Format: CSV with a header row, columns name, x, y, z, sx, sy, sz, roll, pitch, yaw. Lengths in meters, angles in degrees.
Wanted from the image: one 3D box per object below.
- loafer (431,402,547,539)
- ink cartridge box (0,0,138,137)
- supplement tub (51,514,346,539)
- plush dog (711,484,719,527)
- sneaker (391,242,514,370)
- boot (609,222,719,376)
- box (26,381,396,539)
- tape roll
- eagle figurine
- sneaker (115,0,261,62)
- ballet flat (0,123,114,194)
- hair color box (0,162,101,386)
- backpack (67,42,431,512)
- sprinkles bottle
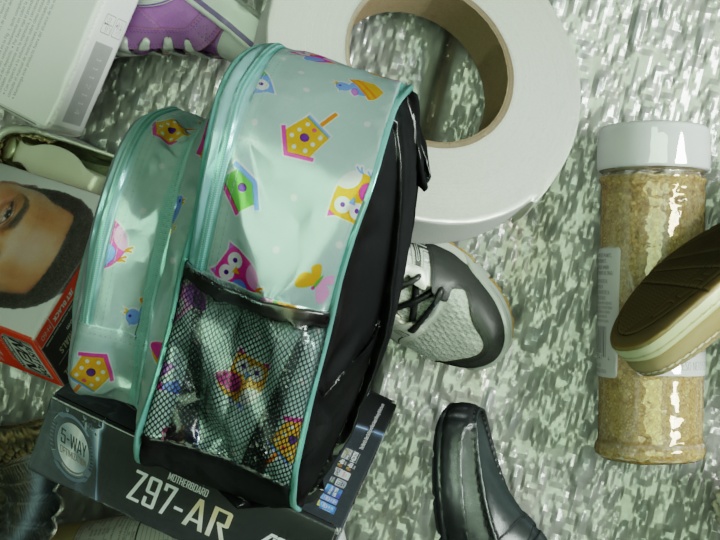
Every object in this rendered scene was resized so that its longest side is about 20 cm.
name,x,y,z,sx,sy,sz,roll,pitch,yaw
loafer,0.090,0.175,0.762,0.070,0.068,0.203,-11,95,21
ink cartridge box,-0.207,-0.208,0.755,0.175,0.045,0.201,27,96,15
supplement tub,-0.103,0.211,0.740,0.198,0.144,0.146,-10,88,3
plush dog,0.298,0.210,0.718,0.198,0.161,0.173,3,125,3
sneaker,0.000,0.000,0.759,0.199,0.088,0.076,37,114,6
boot,0.243,0.042,0.722,0.199,0.072,0.156,-35,106,-24
box,-0.072,0.091,0.712,0.159,0.200,0.044,24,105,5
tape roll,0.035,-0.115,0.749,0.201,0.037,0.205,7,69,-18
eagle figurine,-0.235,0.111,0.742,0.198,0.151,0.153,23,70,9
sneaker,-0.144,-0.148,0.794,0.199,0.073,0.115,30,94,15
ballet flat,-0.144,-0.041,0.789,0.198,0.069,0.070,22,90,4
hair color box,-0.242,-0.015,0.758,0.198,0.061,0.102,17,61,17
backpack,-0.047,-0.011,0.617,0.152,0.176,0.202,23,103,3
sprinkles bottle,0.176,0.013,0.765,0.067,0.068,0.202,1,89,4
